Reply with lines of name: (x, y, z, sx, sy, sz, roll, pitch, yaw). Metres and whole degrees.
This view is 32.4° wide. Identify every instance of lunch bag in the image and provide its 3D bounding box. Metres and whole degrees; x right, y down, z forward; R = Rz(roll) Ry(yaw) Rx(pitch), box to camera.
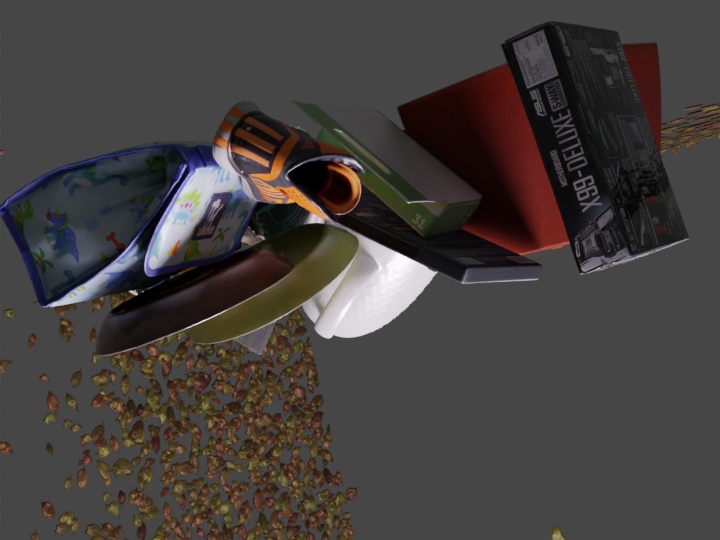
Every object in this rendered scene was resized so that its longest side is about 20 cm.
lunch bag: (-0.185, -0.056, 1.110, 0.199, 0.128, 0.170, -30, 174, 23)

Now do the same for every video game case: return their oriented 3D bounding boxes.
video game case: (0.057, -0.034, 1.175, 0.199, 0.019, 0.142, 26, -164, 33)

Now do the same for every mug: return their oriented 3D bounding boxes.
mug: (0.000, 0.000, 1.413, 0.176, 0.147, 0.200, -54, -178, 34)

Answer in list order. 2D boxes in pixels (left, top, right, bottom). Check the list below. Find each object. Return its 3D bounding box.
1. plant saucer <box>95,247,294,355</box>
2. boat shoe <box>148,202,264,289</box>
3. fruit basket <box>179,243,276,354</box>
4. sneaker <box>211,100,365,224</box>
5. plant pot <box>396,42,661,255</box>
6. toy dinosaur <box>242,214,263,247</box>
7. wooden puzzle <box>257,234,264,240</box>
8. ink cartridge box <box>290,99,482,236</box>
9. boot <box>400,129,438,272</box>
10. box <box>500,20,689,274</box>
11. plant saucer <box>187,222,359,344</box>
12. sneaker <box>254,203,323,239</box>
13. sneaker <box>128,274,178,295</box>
plant saucer: (-0.157, 0.023, 1.142, 0.199, 0.032, 0.200, -23, -173, 3)
boat shoe: (-0.143, -0.044, 1.240, 0.200, 0.069, 0.084, -43, -173, 12)
fruit basket: (-0.189, 0.009, 1.526, 0.094, 0.199, 0.186, -50, -168, 31)
sneaker: (-0.046, -0.077, 1.064, 0.111, 0.078, 0.200, 29, -175, 16)
plant pot: (0.185, -0.111, 1.242, 0.199, 0.178, 0.199, -12, 179, -44)
toy dinosaur: (-0.092, -0.077, 1.459, 0.198, 0.103, 0.077, -13, 179, 18)
wooden puzzle: (-0.007, -0.046, 1.525, 0.199, 0.047, 0.185, -33, 128, 21)
ink cartridge box: (0.019, -0.093, 1.133, 0.048, 0.145, 0.200, -54, 164, 20)
boot: (0.079, -0.087, 1.356, 0.198, 0.162, 0.074, -25, 146, -44)
box: (0.203, -0.106, 1.047, 0.049, 0.202, 0.157, -21, 176, 32)
plant saucer: (-0.096, 0.005, 1.259, 0.199, 0.031, 0.200, -27, -162, 9)
sneaker: (-0.087, -0.061, 1.369, 0.090, 0.201, 0.078, 8, -146, -20)
sneaker: (-0.274, -0.031, 1.282, 0.093, 0.071, 0.199, 19, 174, 41)
